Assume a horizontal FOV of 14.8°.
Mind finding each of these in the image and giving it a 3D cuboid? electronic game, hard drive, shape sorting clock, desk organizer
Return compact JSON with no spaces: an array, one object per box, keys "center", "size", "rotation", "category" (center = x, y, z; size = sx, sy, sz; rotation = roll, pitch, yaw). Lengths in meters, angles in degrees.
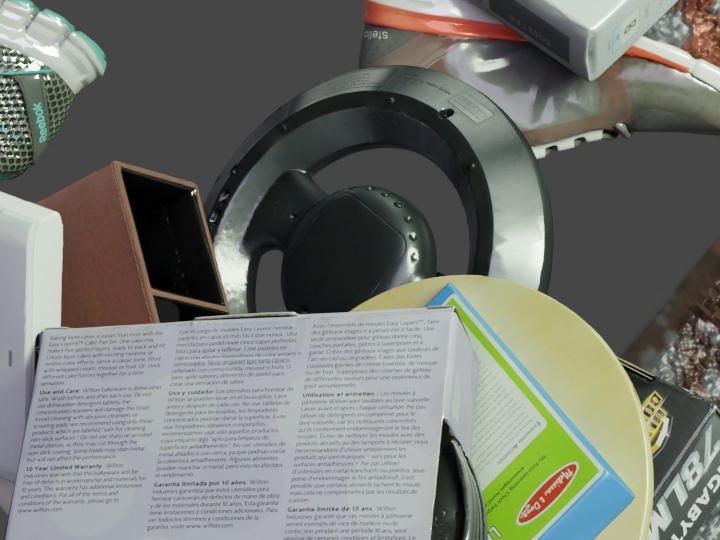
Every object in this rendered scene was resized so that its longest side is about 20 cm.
[{"center":[0.000,0.000,1.286],"size":[0.200,0.042,0.200],"rotation":[-11,68,30],"category":"electronic game"},{"center":[-0.222,0.007,1.252],"size":[0.200,0.027,0.132],"rotation":[20,121,28],"category":"hard drive"},{"center":[0.034,0.099,1.191],"size":[0.200,0.039,0.200],"rotation":[-13,64,28],"category":"shape sorting clock"},{"center":[-0.100,0.057,1.268],"size":[0.077,0.072,0.200],"rotation":[-26,69,27],"category":"desk organizer"}]

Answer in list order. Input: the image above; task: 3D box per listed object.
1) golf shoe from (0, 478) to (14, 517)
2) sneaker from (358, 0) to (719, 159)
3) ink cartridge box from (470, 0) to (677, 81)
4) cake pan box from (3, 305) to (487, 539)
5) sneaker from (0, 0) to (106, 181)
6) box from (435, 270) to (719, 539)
[{"center":[-0.181,0.067,1.309],"size":[0.097,0.078,0.200],"rotation":[-27,83,21],"category":"golf shoe"},{"center":[0.092,-0.080,1.335],"size":[0.200,0.077,0.082],"rotation":[13,90,11],"category":"sneaker"},{"center":[0.113,-0.203,1.321],"size":[0.160,0.047,0.200],"rotation":[37,69,24],"category":"ink cartridge box"},{"center":[-0.049,0.107,1.142],"size":[0.200,0.052,0.184],"rotation":[-4,60,16],"category":"cake pan box"},{"center":[-0.228,-0.108,1.325],"size":[0.200,0.078,0.091],"rotation":[23,85,4],"category":"sneaker"},{"center":[0.044,0.115,1.249],"size":[0.198,0.050,0.200],"rotation":[25,77,43],"category":"box"}]
